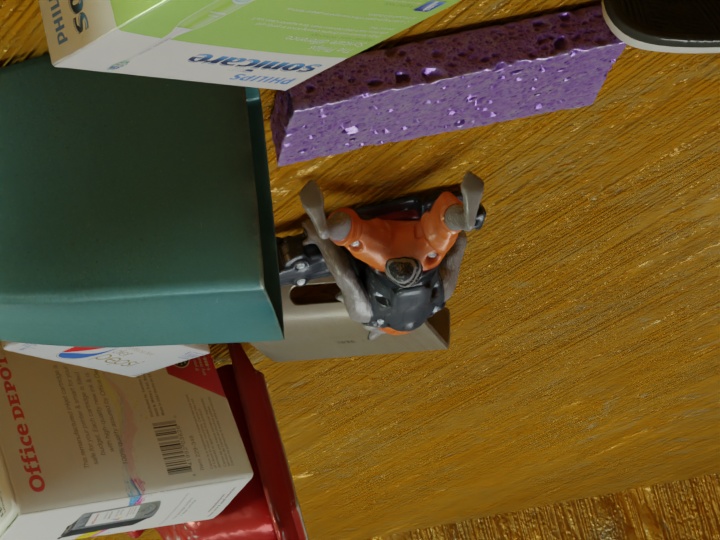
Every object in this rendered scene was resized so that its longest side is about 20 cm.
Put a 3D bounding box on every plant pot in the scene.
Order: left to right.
[{"bbox_3d":[-0.149,-0.033,1.235,0.200,0.141,0.141,-7,168,0],"label":"plant pot"}]

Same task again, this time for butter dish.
[{"bbox_3d":[-0.129,0.182,1.955,0.148,0.200,0.199,-16,151,-2],"label":"butter dish"}]

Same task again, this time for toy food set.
[{"bbox_3d":[-0.013,0.027,1.853,0.143,0.060,0.200,-4,168,10],"label":"toy food set"}]

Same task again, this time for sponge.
[{"bbox_3d":[0.050,-0.107,1.368,0.200,0.030,0.112,-12,167,-10],"label":"sponge"}]

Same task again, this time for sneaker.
[{"bbox_3d":[0.215,-0.139,1.303,0.200,0.084,0.121,-12,158,-15],"label":"sneaker"}]

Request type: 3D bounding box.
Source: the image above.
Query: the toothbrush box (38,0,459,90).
[{"bbox_3d":[-0.018,-0.150,0.971,0.200,0.086,0.146,-25,164,38],"label":"toothbrush box"}]

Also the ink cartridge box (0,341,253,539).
[{"bbox_3d":[-0.202,0.122,1.804,0.200,0.148,0.086,-6,154,-31],"label":"ink cartridge box"}]

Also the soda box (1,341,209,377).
[{"bbox_3d":[-0.174,0.024,1.603,0.064,0.068,0.200,-18,167,16],"label":"soda box"}]

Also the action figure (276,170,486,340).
[{"bbox_3d":[0.000,0.000,1.626,0.200,0.105,0.193,-16,158,-3],"label":"action figure"}]
